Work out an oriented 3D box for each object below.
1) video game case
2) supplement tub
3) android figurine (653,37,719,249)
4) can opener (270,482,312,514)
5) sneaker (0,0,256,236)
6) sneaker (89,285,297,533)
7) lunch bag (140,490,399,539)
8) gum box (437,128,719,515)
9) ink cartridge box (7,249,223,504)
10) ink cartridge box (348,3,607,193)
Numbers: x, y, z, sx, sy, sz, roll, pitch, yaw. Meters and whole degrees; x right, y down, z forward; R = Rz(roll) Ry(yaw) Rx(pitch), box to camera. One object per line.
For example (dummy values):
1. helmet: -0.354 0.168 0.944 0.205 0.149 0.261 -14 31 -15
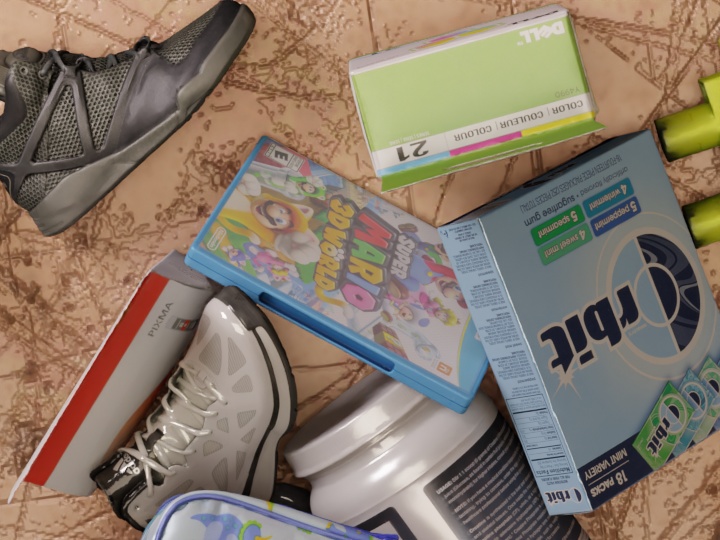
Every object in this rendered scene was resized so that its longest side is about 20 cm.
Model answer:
1. video game case: 0.000 0.000 1.708 0.200 0.143 0.018 29 127 0
2. supplement tub: 0.056 0.163 1.730 0.140 0.140 0.200 -35 96 4
3. android figurine: 0.301 -0.087 1.748 0.200 0.041 0.182 -16 97 4
4. can opener: 0.003 0.223 1.783 0.200 0.053 0.067 40 97 -6
5. sneaker: -0.165 -0.125 1.725 0.199 0.076 0.114 -40 102 10
6. sneaker: -0.108 0.103 1.671 0.115 0.201 0.076 -27 54 -27
7. lunch bag: -0.048 0.224 1.612 0.200 0.082 0.161 18 77 -10
8. gum box: 0.155 0.032 1.713 0.170 0.045 0.200 -27 99 -38
9. ink cartridge box: -0.151 0.072 1.688 0.050 0.200 0.162 31 97 -4
10. ink cartridge box: 0.071 -0.110 1.664 0.148 0.200 0.076 -15 97 2
